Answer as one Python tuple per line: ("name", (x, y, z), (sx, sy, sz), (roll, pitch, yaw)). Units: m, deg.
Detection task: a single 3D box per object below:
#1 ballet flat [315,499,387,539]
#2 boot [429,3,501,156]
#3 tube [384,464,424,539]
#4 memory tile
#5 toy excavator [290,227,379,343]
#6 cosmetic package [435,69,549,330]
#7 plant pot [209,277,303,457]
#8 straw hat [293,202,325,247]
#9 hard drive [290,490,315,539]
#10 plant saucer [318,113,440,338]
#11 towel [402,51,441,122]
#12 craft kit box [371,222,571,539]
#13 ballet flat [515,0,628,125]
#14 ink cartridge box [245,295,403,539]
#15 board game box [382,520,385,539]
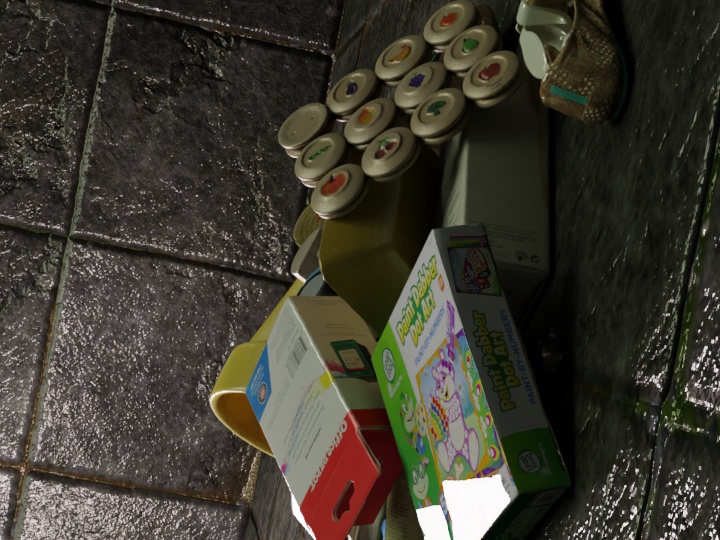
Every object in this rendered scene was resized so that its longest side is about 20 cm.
("ballet flat", (-0.003, 0.213, 1.299), (0.067, 0.063, 0.202), (-142, 63, -81))
("boot", (0.091, -0.141, 1.438), (0.167, 0.072, 0.202), (94, -166, -74))
("tube", (0.045, 0.191, 1.237), (0.052, 0.058, 0.202), (-6, -83, -60))
("memory tile", (0.028, -0.133, 1.202), (0.199, 0.017, 0.154), (-36, 37, 8))
("toy excavator", (0.000, 0.000, 1.401), (0.194, 0.100, 0.201), (-39, 23, 33))
("cosmetic package", (0.103, -0.057, 1.187), (0.105, 0.070, 0.201), (110, 168, -55))
("plant pot", (-0.044, 0.104, 1.690), (0.201, 0.199, 0.190), (118, 176, -66))
("straw hat", (0.025, -0.049, 1.709), (0.085, 0.200, 0.201), (59, -169, -23))
("hard drive", (-0.030, 0.179, 1.402), (0.132, 0.026, 0.202), (42, 141, 48))
("plant saucer", (0.052, -0.022, 1.248), (0.048, 0.200, 0.201), (-19, 42, 30))
("towel", (0.049, -0.147, 1.536), (0.201, 0.022, 0.147), (-57, -12, -17))
("craft kit box", (0.072, 0.102, 1.068), (0.200, 0.048, 0.199), (112, 148, -57))
("ballet flat", (0.144, -0.172, 1.065), (0.201, 0.065, 0.071), (-91, 14, -58))
("ink cartridge box", (-0.018, 0.129, 1.239), (0.201, 0.067, 0.117), (60, 136, 41))
("board game box", (0.048, 0.182, 1.370), (0.200, 0.045, 0.154), (-175, 96, -82))
